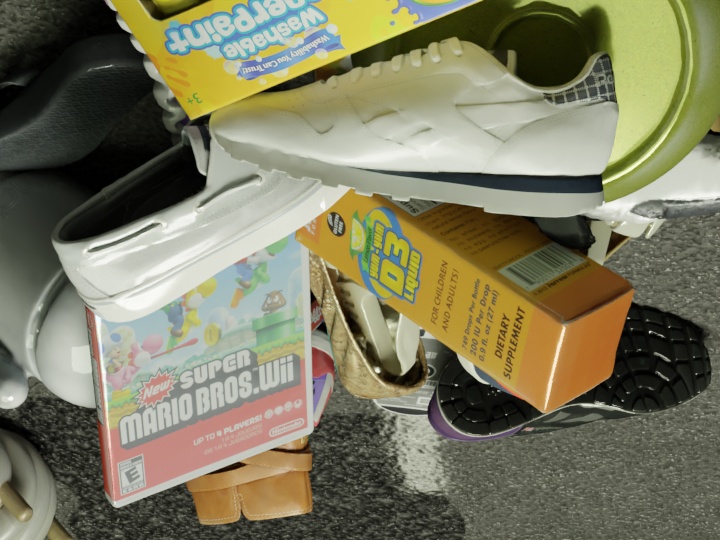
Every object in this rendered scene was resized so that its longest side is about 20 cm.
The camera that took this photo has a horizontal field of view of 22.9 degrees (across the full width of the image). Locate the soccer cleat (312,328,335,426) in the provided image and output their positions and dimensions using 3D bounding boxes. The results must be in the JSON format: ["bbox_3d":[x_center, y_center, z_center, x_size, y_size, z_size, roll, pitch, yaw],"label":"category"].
[{"bbox_3d":[-0.111,0.089,1.332,0.199,0.073,0.068,-9,146,25],"label":"soccer cleat"}]

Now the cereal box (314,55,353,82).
[{"bbox_3d":[0.072,-0.137,0.953,0.199,0.040,0.144,4,150,4],"label":"cereal box"}]

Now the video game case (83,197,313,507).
[{"bbox_3d":[-0.094,0.037,1.061,0.143,0.017,0.201,-19,126,-26],"label":"video game case"}]

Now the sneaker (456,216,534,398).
[{"bbox_3d":[0.099,-0.009,1.054,0.075,0.084,0.201,-25,125,-24],"label":"sneaker"}]

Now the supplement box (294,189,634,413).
[{"bbox_3d":[0.054,-0.004,1.001,0.200,0.069,0.067,35,132,33],"label":"supplement box"}]

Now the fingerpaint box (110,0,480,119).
[{"bbox_3d":[-0.035,-0.181,0.810,0.200,0.073,0.167,-18,120,29],"label":"fingerpaint box"}]

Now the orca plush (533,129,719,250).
[{"bbox_3d":[0.149,-0.074,0.971,0.199,0.071,0.106,-8,105,14],"label":"orca plush"}]

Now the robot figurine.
[{"bbox_3d":[-0.184,0.012,1.133,0.200,0.170,0.113,36,168,33],"label":"robot figurine"}]

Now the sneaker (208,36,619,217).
[{"bbox_3d":[0.025,-0.077,0.872,0.199,0.081,0.076,6,-167,4],"label":"sneaker"}]

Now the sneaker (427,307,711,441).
[{"bbox_3d":[0.143,0.077,1.249,0.199,0.076,0.088,-7,165,-9],"label":"sneaker"}]

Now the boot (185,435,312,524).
[{"bbox_3d":[-0.126,0.105,1.273,0.199,0.074,0.155,-2,104,32],"label":"boot"}]

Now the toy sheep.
[{"bbox_3d":[-0.320,0.192,1.494,0.137,0.138,0.200,1,153,11],"label":"toy sheep"}]

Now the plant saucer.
[{"bbox_3d":[0.091,-0.110,0.892,0.199,0.031,0.201,4,122,6],"label":"plant saucer"}]

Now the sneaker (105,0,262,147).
[{"bbox_3d":[-0.073,-0.127,0.973,0.088,0.081,0.200,-8,145,11],"label":"sneaker"}]

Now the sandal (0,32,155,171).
[{"bbox_3d":[-0.179,-0.103,1.063,0.076,0.043,0.200,1,162,-40],"label":"sandal"}]

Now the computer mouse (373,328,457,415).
[{"bbox_3d":[0.047,0.034,1.241,0.109,0.044,0.200,7,143,-7],"label":"computer mouse"}]

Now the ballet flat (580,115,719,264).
[{"bbox_3d":[0.155,-0.034,1.080,0.068,0.063,0.200,18,147,-17],"label":"ballet flat"}]

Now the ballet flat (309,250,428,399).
[{"bbox_3d":[0.000,0.000,1.125,0.065,0.071,0.200,9,135,38],"label":"ballet flat"}]

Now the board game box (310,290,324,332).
[{"bbox_3d":[-0.111,0.025,1.213,0.199,0.103,0.020,-5,108,20],"label":"board game box"}]

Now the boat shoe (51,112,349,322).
[{"bbox_3d":[-0.076,-0.053,0.959,0.200,0.072,0.069,-30,131,1],"label":"boat shoe"}]
